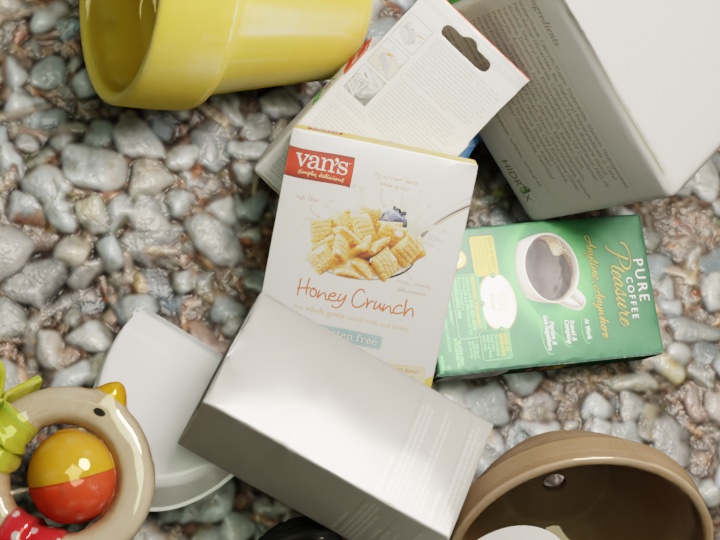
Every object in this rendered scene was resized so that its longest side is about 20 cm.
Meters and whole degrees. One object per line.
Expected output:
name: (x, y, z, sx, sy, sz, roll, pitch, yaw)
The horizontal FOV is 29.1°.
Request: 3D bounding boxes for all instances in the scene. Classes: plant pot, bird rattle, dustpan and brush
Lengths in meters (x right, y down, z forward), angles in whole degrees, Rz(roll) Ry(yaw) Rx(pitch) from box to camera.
plant pot: (-0.100, -0.220, 1.075, 0.188, 0.201, 0.202, 2, 74, -29)
bird rattle: (-0.224, 0.155, 0.963, 0.162, 0.113, 0.201, -14, 75, 0)
dustpan and brush: (-0.166, 0.146, 1.031, 0.139, 0.057, 0.200, 31, 64, 7)
plant pot: (0.155, 0.186, 1.044, 0.200, 0.201, 0.093, 6, 34, -11)

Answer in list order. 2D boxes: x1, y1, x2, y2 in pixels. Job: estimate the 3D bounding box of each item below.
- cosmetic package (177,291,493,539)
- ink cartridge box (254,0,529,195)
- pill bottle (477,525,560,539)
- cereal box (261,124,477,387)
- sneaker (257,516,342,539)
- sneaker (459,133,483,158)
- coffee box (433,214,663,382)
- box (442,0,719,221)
cosmetic package: (-0.018, 0.117, 0.994, 0.200, 0.090, 0.107, 30, 54, -1)
ink cartridge box: (0.024, -0.116, 1.073, 0.109, 0.050, 0.200, 42, 110, -10)
pill bottle: (0.139, 0.280, 0.980, 0.116, 0.116, 0.200, -42, 124, -19)
cereal box: (0.000, 0.000, 1.054, 0.143, 0.040, 0.201, 11, 101, 1)
sneaker: (-0.092, 0.245, 0.995, 0.200, 0.091, 0.076, -40, 89, -18)
sneaker: (0.082, -0.165, 1.165, 0.105, 0.076, 0.200, 32, 74, -19)
coffee box: (0.142, 0.023, 1.134, 0.199, 0.044, 0.123, -6, 78, -14)
box: (0.196, -0.179, 1.094, 0.199, 0.171, 0.200, -42, 108, -28)
